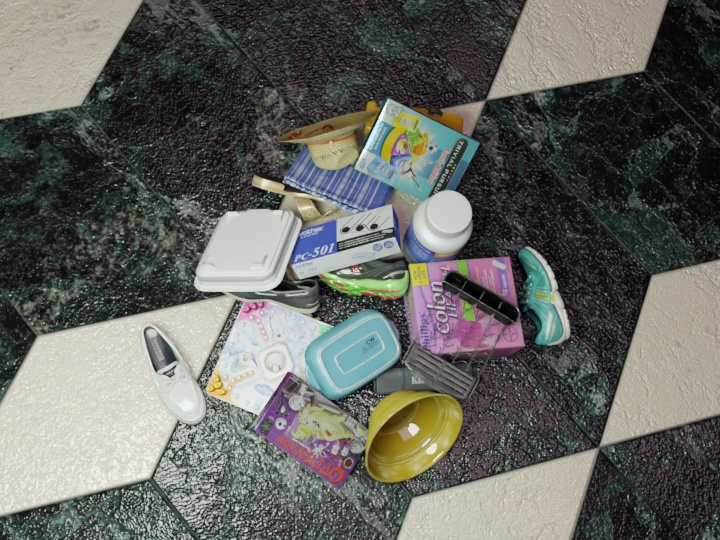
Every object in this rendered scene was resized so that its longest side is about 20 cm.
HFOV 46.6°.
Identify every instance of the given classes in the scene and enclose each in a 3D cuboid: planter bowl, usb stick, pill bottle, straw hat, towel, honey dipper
[{"bbox_3d":[0.078,0.275,1.492,0.200,0.201,0.083,-27,42,-14],"label":"planter bowl"},{"bbox_3d":[0.119,0.201,1.567,0.200,0.033,0.056,-3,84,-8],"label":"usb stick"},{"bbox_3d":[0.147,-0.074,1.567,0.112,0.200,0.112,2,73,-6],"label":"pill bottle"},{"bbox_3d":[-0.053,-0.240,1.617,0.201,0.201,0.085,-19,107,-12],"label":"straw hat"},{"bbox_3d":[-0.039,-0.174,1.632,0.200,0.024,0.145,23,38,0],"label":"towel"},{"bbox_3d":[-0.115,0.048,1.583,0.038,0.038,0.200,-23,78,-13],"label":"honey dipper"}]

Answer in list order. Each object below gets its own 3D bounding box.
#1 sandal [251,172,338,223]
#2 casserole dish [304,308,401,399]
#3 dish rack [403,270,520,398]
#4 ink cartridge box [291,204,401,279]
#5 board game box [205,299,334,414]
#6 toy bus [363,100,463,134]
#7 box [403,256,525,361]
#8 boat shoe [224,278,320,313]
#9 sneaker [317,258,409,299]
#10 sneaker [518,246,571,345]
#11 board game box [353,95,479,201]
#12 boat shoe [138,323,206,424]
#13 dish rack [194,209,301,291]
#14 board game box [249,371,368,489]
[{"bbox_3d":[-0.114,-0.127,1.632,0.212,0.078,0.070,15,106,-11],"label":"sandal"},{"bbox_3d":[-0.007,0.149,1.508,0.200,0.039,0.121,-30,94,-25],"label":"casserole dish"},{"bbox_3d":[0.175,0.120,1.488,0.153,0.055,0.200,30,72,3],"label":"dish rack"},{"bbox_3d":[-0.028,-0.053,1.549,0.200,0.044,0.094,-15,43,12],"label":"ink cartridge box"},{"bbox_3d":[-0.156,0.166,1.527,0.200,0.026,0.200,21,79,7],"label":"board game box"},{"bbox_3d":[0.106,-0.288,1.691,0.200,0.078,0.065,7,73,-5],"label":"toy bus"},{"bbox_3d":[0.190,0.076,1.582,0.200,0.097,0.176,-4,74,-7],"label":"box"},{"bbox_3d":[-0.169,0.021,1.532,0.200,0.063,0.073,15,44,2],"label":"boat shoe"},{"bbox_3d":[0.000,0.000,1.576,0.200,0.077,0.084,10,68,19],"label":"sneaker"},{"bbox_3d":[0.344,0.048,1.623,0.080,0.078,0.200,-16,76,-2],"label":"sneaker"},{"bbox_3d":[0.108,-0.228,1.634,0.200,0.047,0.151,24,106,-9],"label":"board game box"},{"bbox_3d":[-0.343,0.186,1.501,0.074,0.065,0.200,-33,79,-15],"label":"boat shoe"},{"bbox_3d":[-0.209,-0.046,1.536,0.171,0.044,0.200,-1,44,17],"label":"dish rack"},{"bbox_3d":[-0.083,0.284,1.481,0.200,0.032,0.120,39,77,-20],"label":"board game box"}]
